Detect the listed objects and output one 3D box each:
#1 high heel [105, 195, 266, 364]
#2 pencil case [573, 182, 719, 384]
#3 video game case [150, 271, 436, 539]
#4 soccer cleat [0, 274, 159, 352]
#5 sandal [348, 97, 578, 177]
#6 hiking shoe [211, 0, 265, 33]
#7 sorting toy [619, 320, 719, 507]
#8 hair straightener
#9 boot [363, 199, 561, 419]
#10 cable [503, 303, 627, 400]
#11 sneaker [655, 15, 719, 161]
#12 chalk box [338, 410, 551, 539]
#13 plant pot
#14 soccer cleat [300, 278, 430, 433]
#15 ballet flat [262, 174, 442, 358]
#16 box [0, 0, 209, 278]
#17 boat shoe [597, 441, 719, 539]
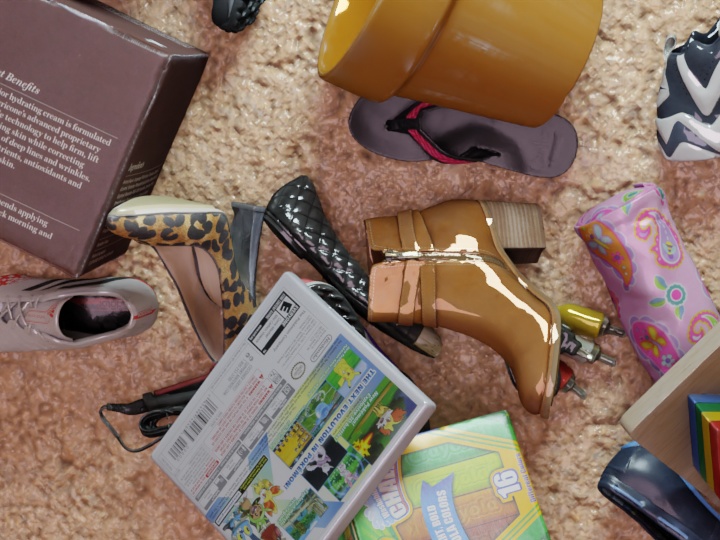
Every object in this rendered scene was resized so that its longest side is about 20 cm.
[{"bbox_3d":[-0.150,0.012,1.504,0.071,0.199,0.144,13,96,33],"label":"high heel"},{"bbox_3d":[0.258,0.027,1.512,0.087,0.087,0.201,-28,94,9],"label":"pencil case"},{"bbox_3d":[-0.059,0.133,1.467,0.182,0.022,0.201,41,99,30],"label":"video game case"},{"bbox_3d":[-0.276,0.039,1.572,0.198,0.085,0.069,-3,97,7],"label":"soccer cleat"},{"bbox_3d":[0.088,-0.122,1.529,0.198,0.045,0.076,10,99,5],"label":"sandal"},{"bbox_3d":[-0.120,-0.302,1.524,0.086,0.074,0.202,2,89,16],"label":"hiking shoe"},{"bbox_3d":[0.347,0.115,1.462,0.200,0.070,0.198,-45,131,10],"label":"sorting toy"},{"bbox_3d":[-0.146,0.115,1.553,0.199,0.077,0.041,-13,124,23],"label":"hair straightener"},{"bbox_3d":[0.083,0.032,1.481,0.154,0.077,0.202,-4,70,-6],"label":"boot"},{"bbox_3d":[0.127,0.040,1.556,0.199,0.050,0.098,34,98,12],"label":"cable"},{"bbox_3d":[0.339,-0.167,1.477,0.197,0.080,0.131,-5,106,17],"label":"sneaker"},{"bbox_3d":[0.041,0.214,1.495,0.198,0.124,0.125,-15,70,-10],"label":"chalk box"},{"bbox_3d":[0.089,-0.210,1.457,0.182,0.200,0.201,24,100,-13],"label":"plant pot"},{"bbox_3d":[-0.006,0.089,1.566,0.068,0.073,0.201,-38,110,-11],"label":"soccer cleat"},{"bbox_3d":[0.000,0.000,1.547,0.200,0.066,0.057,44,83,-3],"label":"ballet flat"},{"bbox_3d":[-0.251,-0.124,1.507,0.165,0.164,0.201,26,99,3],"label":"box"},{"bbox_3d":[0.278,0.241,1.539,0.069,0.084,0.200,-39,78,-22],"label":"boat shoe"}]
